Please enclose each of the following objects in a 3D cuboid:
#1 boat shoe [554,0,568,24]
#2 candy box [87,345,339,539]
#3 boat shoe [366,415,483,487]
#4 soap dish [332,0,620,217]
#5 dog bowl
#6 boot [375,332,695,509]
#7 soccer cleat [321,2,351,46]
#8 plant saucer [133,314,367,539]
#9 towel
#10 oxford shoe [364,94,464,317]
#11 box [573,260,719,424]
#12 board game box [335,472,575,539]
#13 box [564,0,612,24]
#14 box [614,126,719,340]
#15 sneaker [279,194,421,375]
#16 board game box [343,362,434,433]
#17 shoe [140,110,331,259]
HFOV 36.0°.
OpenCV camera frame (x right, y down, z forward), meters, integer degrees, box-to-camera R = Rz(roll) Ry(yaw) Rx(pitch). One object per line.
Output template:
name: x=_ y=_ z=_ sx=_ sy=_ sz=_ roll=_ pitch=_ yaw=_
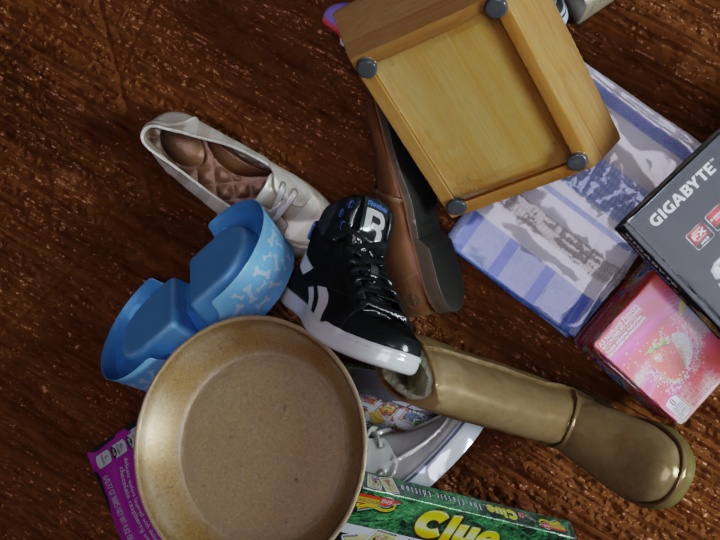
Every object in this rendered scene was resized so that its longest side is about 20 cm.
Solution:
boat shoe: x=0.097 y=-0.269 z=0.892 sx=0.073 sy=0.068 sz=0.200 roll=-27 pitch=68 yaw=-26
candy box: x=-0.115 y=0.162 z=0.920 sx=0.200 sy=0.061 sz=0.137 roll=-34 pitch=68 yaw=14
boat shoe: x=0.012 y=0.166 z=0.925 sx=0.200 sy=0.071 sz=0.070 roll=-40 pitch=91 yaw=13
soap dish: x=0.091 y=-0.141 z=0.857 sx=0.157 sy=0.081 sz=0.200 roll=-18 pitch=125 yaw=27
dog bowl: x=-0.134 y=0.028 z=0.928 sx=0.200 sy=0.112 sz=0.050 roll=-41 pitch=122 yaw=19
boot: x=0.128 y=0.113 z=0.844 sx=0.199 sy=0.175 sz=0.066 roll=21 pitch=91 yaw=-28
soccer cleat: x=0.069 y=-0.196 z=0.922 sx=0.199 sy=0.067 sz=0.077 roll=19 pitch=106 yaw=1
plant saucer: x=-0.081 y=0.136 z=0.856 sx=0.199 sy=0.035 sz=0.201 roll=-4 pitch=79 yaw=22
towel: x=0.183 y=-0.060 z=0.939 sx=0.147 sy=0.024 sz=0.200 roll=37 pitch=96 yaw=4
oxford shoe: x=0.027 y=-0.057 z=0.937 sx=0.071 sy=0.071 sz=0.201 roll=-14 pitch=86 yaw=30
box: x=0.275 y=0.016 z=0.886 sx=0.095 sy=0.100 sz=0.200 roll=42 pitch=91 yaw=2
board game box: x=0.065 y=0.225 z=0.897 sx=0.199 sy=0.023 sz=0.105 roll=17 pitch=116 yaw=-21
box: x=0.240 y=-0.292 z=0.889 sx=0.200 sy=0.095 sz=0.078 roll=-34 pitch=89 yaw=8
box: x=0.314 y=-0.043 z=0.813 sx=0.200 sy=0.046 sz=0.159 roll=-43 pitch=87 yaw=0
sneaker: x=0.000 y=0.000 z=0.852 sx=0.073 sy=0.200 sz=0.112 roll=20 pitch=95 yaw=-28
board game box: x=-0.036 y=0.130 z=0.971 sx=0.199 sy=0.023 sz=0.105 roll=7 pitch=96 yaw=5
shoe: x=-0.104 y=-0.071 z=0.954 sx=0.200 sy=0.053 sz=0.070 roll=32 pitch=95 yaw=4
